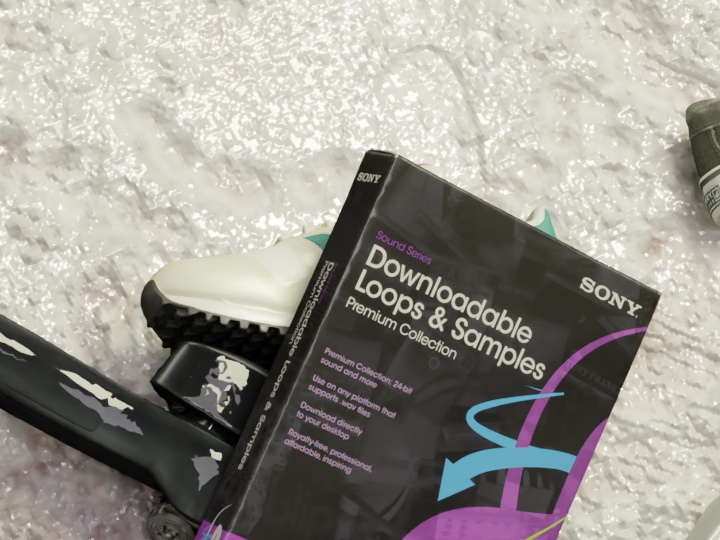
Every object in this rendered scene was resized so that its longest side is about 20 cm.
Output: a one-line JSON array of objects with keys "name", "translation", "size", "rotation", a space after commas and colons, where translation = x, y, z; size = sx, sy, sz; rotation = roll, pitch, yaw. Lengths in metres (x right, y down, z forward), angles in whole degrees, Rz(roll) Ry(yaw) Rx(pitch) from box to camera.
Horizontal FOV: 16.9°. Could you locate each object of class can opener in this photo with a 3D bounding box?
[{"name": "can opener", "translation": [-0.115, 0.055, 1.013], "size": [0.200, 0.063, 0.079], "rotation": [25, 65, -7]}]

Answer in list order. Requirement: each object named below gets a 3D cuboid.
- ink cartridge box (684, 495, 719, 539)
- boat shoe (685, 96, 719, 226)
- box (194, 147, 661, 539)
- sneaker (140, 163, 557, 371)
[{"name": "ink cartridge box", "translation": [0.203, 0.198, 1.027], "size": [0.200, 0.083, 0.145], "rotation": [38, 67, 2]}, {"name": "boat shoe", "translation": [0.251, -0.072, 1.147], "size": [0.200, 0.071, 0.064], "rotation": [-10, 74, -15]}, {"name": "box", "translation": [0.026, 0.069, 1.003], "size": [0.143, 0.036, 0.200], "rotation": [26, 83, -24]}, {"name": "sneaker", "translation": [0.001, 0.000, 1.062], "size": [0.199, 0.070, 0.094], "rotation": [6, 67, -17]}]
